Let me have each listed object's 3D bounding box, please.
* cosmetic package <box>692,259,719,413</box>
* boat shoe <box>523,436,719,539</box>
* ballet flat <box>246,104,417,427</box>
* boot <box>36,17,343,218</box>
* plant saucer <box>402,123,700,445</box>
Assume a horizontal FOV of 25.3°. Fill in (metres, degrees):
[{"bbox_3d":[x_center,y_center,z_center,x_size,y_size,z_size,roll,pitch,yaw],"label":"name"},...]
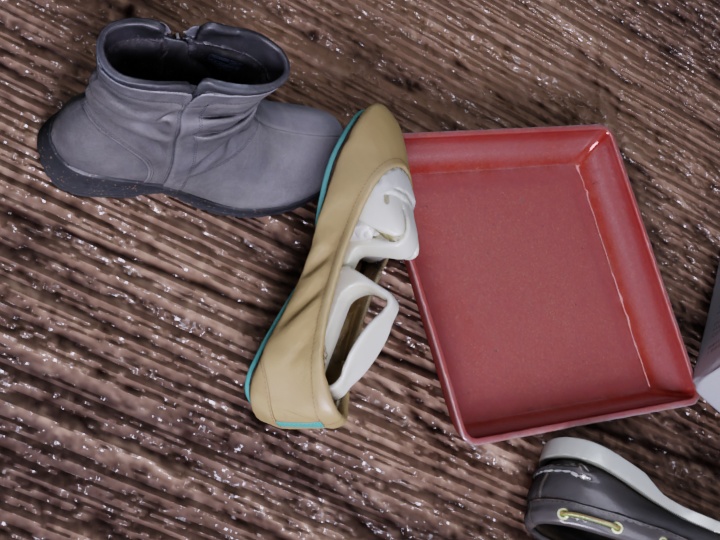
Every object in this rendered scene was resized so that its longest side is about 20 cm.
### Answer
[{"bbox_3d":[0.357,0.050,1.063,0.200,0.167,0.167,40,39,-10],"label":"cosmetic package"},{"bbox_3d":[0.187,0.178,0.979,0.201,0.072,0.061,31,59,-9],"label":"boat shoe"},{"bbox_3d":[0.000,0.000,0.910,0.069,0.063,0.201,48,58,-56],"label":"ballet flat"},{"bbox_3d":[-0.069,-0.085,0.890,0.199,0.132,0.070,-6,71,-34],"label":"boot"},{"bbox_3d":[0.107,0.007,1.023,0.199,0.037,0.201,-6,73,-34],"label":"plant saucer"}]
